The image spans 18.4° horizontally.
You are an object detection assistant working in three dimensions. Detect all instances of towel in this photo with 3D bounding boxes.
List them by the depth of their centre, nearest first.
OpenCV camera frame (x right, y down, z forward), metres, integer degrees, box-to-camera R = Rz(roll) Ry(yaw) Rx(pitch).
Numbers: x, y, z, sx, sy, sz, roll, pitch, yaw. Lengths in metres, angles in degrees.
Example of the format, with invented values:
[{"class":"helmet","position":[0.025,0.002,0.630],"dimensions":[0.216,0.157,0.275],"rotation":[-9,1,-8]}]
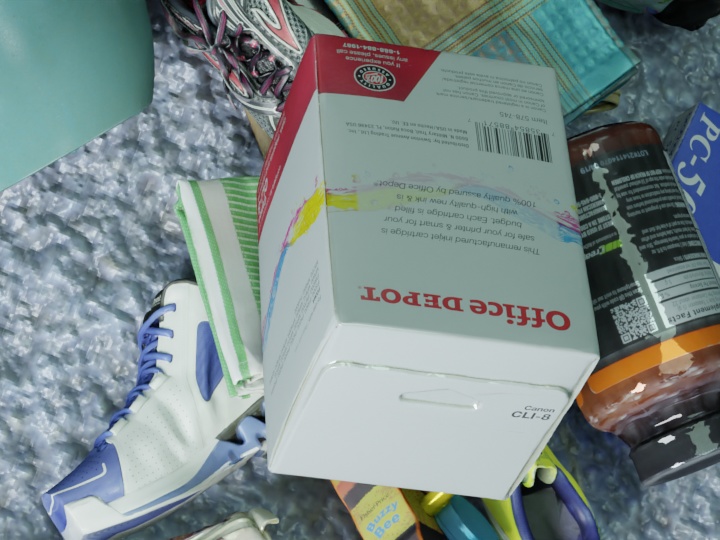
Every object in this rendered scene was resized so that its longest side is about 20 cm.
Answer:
[{"class":"towel","position":[0.000,0.000,1.297],"dimensions":[0.199,0.023,0.153],"rotation":[-5,57,-23]},{"class":"towel","position":[0.061,-0.161,1.330],"dimensions":[0.146,0.022,0.200],"rotation":[-38,94,-20]}]

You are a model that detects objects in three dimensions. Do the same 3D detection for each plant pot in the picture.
[{"class":"plant pot","position":[-0.208,-0.133,1.249],"dimensions":[0.200,0.200,0.161],"rotation":[-33,98,-18]}]

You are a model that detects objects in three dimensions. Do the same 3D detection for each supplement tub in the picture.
[{"class":"supplement tub","position":[0.160,0.022,1.300],"dimensions":[0.106,0.107,0.201],"rotation":[-17,78,-17]}]

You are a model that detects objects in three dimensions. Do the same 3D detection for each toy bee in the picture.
[{"class":"toy bee","position":[0.038,0.154,1.245],"dimensions":[0.200,0.109,0.131],"rotation":[29,89,35]}]

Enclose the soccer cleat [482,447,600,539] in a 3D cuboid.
[{"class":"soccer cleat","position":[0.085,0.099,1.315],"dimensions":[0.065,0.084,0.201],"rotation":[-28,86,-18]}]

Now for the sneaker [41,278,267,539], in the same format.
[{"class":"sneaker","position":[-0.110,0.073,1.289],"dimensions":[0.199,0.081,0.115],"rotation":[-29,82,-25]}]

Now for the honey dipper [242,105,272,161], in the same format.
[{"class":"honey dipper","position":[-0.047,-0.058,1.350],"dimensions":[0.038,0.038,0.201],"rotation":[-18,81,-17]}]

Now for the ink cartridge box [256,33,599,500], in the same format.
[{"class":"ink cartridge box","position":[0.029,0.000,1.199],"dimensions":[0.145,0.145,0.201],"rotation":[8,50,-15]}]

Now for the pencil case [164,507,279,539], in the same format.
[{"class":"pencil case","position":[-0.137,0.194,1.244],"dimensions":[0.199,0.078,0.090],"rotation":[-15,123,-16]}]

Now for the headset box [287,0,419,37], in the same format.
[{"class":"headset box","position":[-0.016,-0.220,1.373],"dimensions":[0.148,0.075,0.200],"rotation":[-38,89,-19]}]

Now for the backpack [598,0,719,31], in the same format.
[{"class":"backpack","position":[0.154,-0.251,1.397],"dimensions":[0.199,0.127,0.167],"rotation":[27,61,-6]}]

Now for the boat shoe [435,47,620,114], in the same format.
[{"class":"boat shoe","position":[0.067,-0.105,1.372],"dimensions":[0.200,0.073,0.063],"rotation":[-18,78,-24]}]

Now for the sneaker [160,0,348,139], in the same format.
[{"class":"sneaker","position":[-0.069,-0.134,1.294],"dimensions":[0.200,0.081,0.075],"rotation":[52,30,0]}]

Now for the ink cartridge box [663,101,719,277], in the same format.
[{"class":"ink cartridge box","position":[0.205,0.004,1.394],"dimensions":[0.094,0.044,0.201],"rotation":[29,73,-8]}]
